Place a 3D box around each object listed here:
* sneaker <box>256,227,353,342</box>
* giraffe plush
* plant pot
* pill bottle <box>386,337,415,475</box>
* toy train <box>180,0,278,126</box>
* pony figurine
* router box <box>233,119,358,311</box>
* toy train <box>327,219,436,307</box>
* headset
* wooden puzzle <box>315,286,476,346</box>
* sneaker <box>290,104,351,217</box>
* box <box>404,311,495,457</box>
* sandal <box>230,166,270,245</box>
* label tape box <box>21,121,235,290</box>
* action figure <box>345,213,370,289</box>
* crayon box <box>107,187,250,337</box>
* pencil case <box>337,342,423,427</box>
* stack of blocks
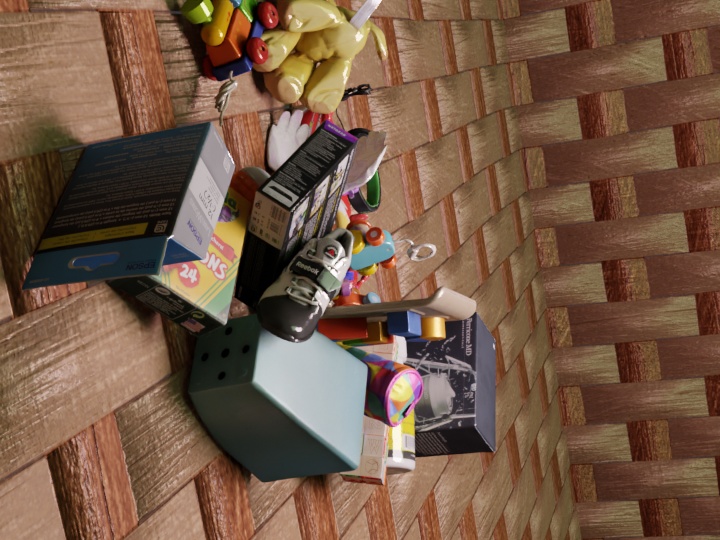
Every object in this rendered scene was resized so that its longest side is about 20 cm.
[{"bbox_3d":[-0.058,0.007,1.300,0.089,0.074,0.200,-63,179,29],"label":"sneaker"},{"bbox_3d":[-0.072,-0.340,1.612,0.173,0.200,0.162,52,0,-35],"label":"giraffe plush"},{"bbox_3d":[-0.104,0.139,1.345,0.200,0.141,0.142,47,39,-46],"label":"plant pot"},{"bbox_3d":[0.024,0.201,1.718,0.114,0.114,0.201,38,48,-64],"label":"pill bottle"},{"bbox_3d":[-0.175,-0.283,1.379,0.116,0.084,0.200,52,35,-39],"label":"toy train"},{"bbox_3d":[-0.056,-0.106,1.583,0.200,0.166,0.193,83,19,-54],"label":"pony figurine"},{"bbox_3d":[-0.078,-0.059,1.349,0.149,0.051,0.200,-50,167,-38],"label":"router box"},{"bbox_3d":[0.000,0.000,1.484,0.150,0.200,0.056,11,48,-33],"label":"toy train"},{"bbox_3d":[0.002,-0.192,1.822,0.124,0.094,0.201,-46,121,-66],"label":"headset"},{"bbox_3d":[0.032,0.067,1.418,0.185,0.199,0.046,23,58,-69],"label":"wooden puzzle"},{"bbox_3d":[-0.043,-0.156,1.694,0.077,0.085,0.200,-70,147,-52],"label":"sneaker"},{"bbox_3d":[0.111,0.189,1.847,0.124,0.196,0.201,54,34,-55],"label":"box"},{"bbox_3d":[-0.168,-0.055,1.354,0.079,0.059,0.207,59,42,-14],"label":"sandal"},{"bbox_3d":[-0.213,-0.045,1.076,0.066,0.143,0.200,64,27,-43],"label":"label tape box"},{"bbox_3d":[-0.011,-0.008,1.798,0.200,0.052,0.066,-74,155,-45],"label":"action figure"},{"bbox_3d":[-0.188,-0.046,1.232,0.127,0.051,0.200,36,45,-34],"label":"crayon box"},{"bbox_3d":[-0.015,0.141,1.508,0.088,0.200,0.089,-21,119,-44],"label":"pencil case"},{"bbox_3d":[0.013,0.194,1.600,0.115,0.058,0.201,76,20,-74],"label":"stack of blocks"}]
